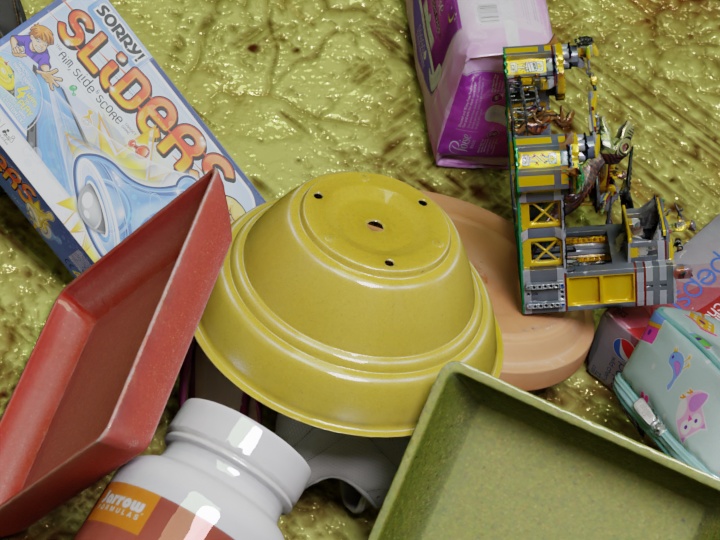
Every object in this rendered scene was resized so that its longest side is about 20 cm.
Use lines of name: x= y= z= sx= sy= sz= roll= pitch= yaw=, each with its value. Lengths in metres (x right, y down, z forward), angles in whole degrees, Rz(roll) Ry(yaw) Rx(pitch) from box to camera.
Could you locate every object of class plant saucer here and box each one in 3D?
plant saucer: x=0.107 y=0.172 z=1.341 sx=0.200 sy=0.200 sz=0.048 roll=24 pitch=17 yaw=6
plant saucer: x=-0.151 y=0.059 z=1.348 sx=0.037 sy=0.200 sz=0.200 roll=34 pitch=51 yaw=-19
plant saucer: x=0.060 y=0.005 z=1.495 sx=0.200 sy=0.032 sz=0.200 roll=16 pitch=30 yaw=-9

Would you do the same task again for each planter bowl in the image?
planter bowl: x=0.000 y=0.000 z=1.369 sx=0.200 sy=0.083 sz=0.200 roll=10 pitch=40 yaw=-9

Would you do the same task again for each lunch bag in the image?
lunch bag: x=0.256 y=0.107 z=1.407 sx=0.200 sy=0.077 sz=0.160 roll=24 pitch=17 yaw=-28

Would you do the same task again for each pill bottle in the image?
pill bottle: x=-0.112 y=0.176 z=1.274 sx=0.112 sy=0.112 sz=0.200 roll=27 pitch=70 yaw=9

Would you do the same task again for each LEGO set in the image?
LEGO set: x=0.156 y=-0.063 z=1.481 sx=0.116 sy=0.154 sz=0.200 roll=-4 pitch=23 yaw=2

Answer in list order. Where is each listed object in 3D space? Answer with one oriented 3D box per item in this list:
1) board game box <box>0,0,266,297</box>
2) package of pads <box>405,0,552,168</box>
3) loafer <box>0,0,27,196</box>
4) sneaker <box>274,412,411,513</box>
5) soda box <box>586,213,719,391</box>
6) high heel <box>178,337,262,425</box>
board game box: x=-0.165 y=-0.075 z=1.492 sx=0.200 sy=0.034 sz=0.135 roll=51 pitch=54 yaw=-6
package of pads: x=0.083 y=-0.183 z=1.635 sx=0.076 sy=0.121 sz=0.200 roll=2 pitch=51 yaw=-12
loafer: x=-0.253 y=-0.145 z=1.556 sx=0.073 sy=0.072 sz=0.200 roll=-1 pitch=52 yaw=-13
sneaker: x=0.028 y=0.108 z=1.432 sx=0.200 sy=0.092 sz=0.076 roll=10 pitch=10 yaw=-29
soda box: x=0.241 y=0.016 z=1.552 sx=0.070 sy=0.063 sz=0.200 roll=40 pitch=55 yaw=19
high heel: x=-0.086 y=0.098 z=1.380 sx=0.067 sy=0.096 sz=0.200 roll=0 pitch=49 yaw=12
